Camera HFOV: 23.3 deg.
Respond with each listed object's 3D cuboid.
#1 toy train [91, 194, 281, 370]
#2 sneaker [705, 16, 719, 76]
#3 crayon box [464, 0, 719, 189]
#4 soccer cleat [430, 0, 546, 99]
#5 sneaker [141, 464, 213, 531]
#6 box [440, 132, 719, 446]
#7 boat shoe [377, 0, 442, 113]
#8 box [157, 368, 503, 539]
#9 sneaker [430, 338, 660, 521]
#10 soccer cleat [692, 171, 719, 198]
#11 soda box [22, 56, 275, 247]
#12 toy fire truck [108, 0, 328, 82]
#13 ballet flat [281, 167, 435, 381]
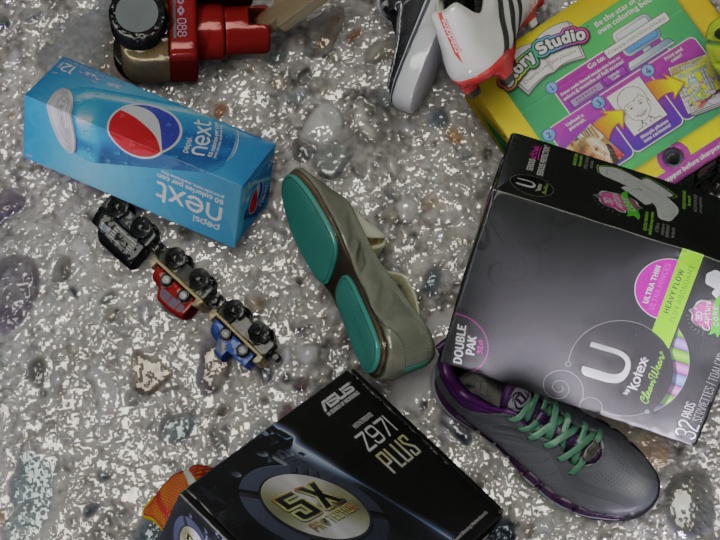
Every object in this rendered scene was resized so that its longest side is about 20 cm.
[{"bbox_3d":[-0.142,0.014,1.404,0.200,0.034,0.046,41,86,15],"label":"toy train"},{"bbox_3d":[0.356,-0.172,1.353,0.198,0.075,0.084,1,29,-12],"label":"sneaker"},{"bbox_3d":[0.209,-0.134,1.393,0.199,0.058,0.173,-32,73,-3],"label":"crayon box"},{"bbox_3d":[0.097,-0.213,1.372,0.068,0.086,0.201,-19,27,26],"label":"soccer cleat"},{"bbox_3d":[-0.093,0.245,1.328,0.077,0.073,0.201,-39,73,23],"label":"sneaker"},{"bbox_3d":[0.177,0.011,1.282,0.198,0.124,0.150,19,116,4],"label":"box"},{"bbox_3d":[0.045,-0.225,1.430,0.067,0.072,0.202,14,74,8],"label":"boat shoe"},{"bbox_3d":[-0.022,0.191,1.262,0.164,0.086,0.200,42,44,15],"label":"box"},{"bbox_3d":[0.135,0.122,1.315,0.199,0.088,0.075,30,80,14],"label":"sneaker"},{"bbox_3d":[0.354,-0.070,1.360,0.199,0.068,0.074,-28,101,1],"label":"soccer cleat"},{"bbox_3d":[-0.172,-0.097,1.409,0.199,0.068,0.064,23,44,11],"label":"soda box"},{"bbox_3d":[-0.108,-0.254,1.438,0.198,0.129,0.178,-2,74,-6],"label":"toy fire truck"},{"bbox_3d":[0.000,0.000,1.380,0.063,0.068,0.201,-11,58,-27],"label":"ballet flat"}]
